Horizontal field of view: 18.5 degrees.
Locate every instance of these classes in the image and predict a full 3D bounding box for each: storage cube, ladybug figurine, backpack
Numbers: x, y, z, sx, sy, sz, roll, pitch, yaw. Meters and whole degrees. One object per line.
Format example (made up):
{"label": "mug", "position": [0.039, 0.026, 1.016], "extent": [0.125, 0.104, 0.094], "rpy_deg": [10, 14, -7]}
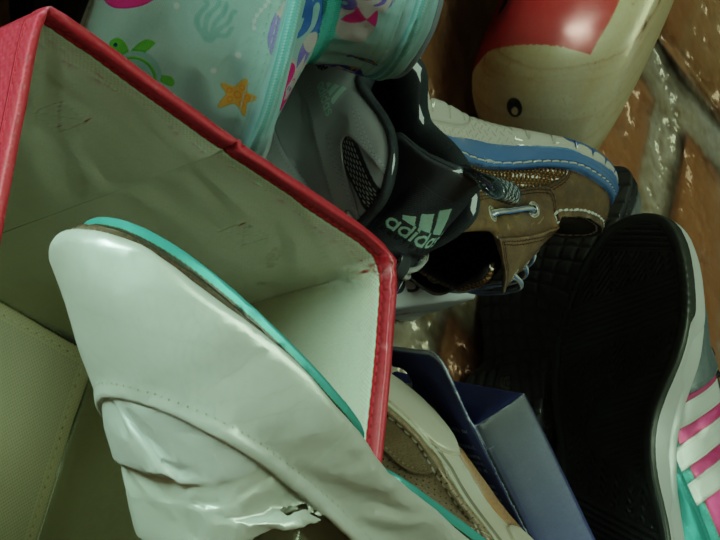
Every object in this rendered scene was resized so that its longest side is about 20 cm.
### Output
{"label": "storage cube", "position": [-0.114, 0.054, 0.688], "extent": [0.171, 0.179, 0.201], "rpy_deg": [34, 50, -42]}
{"label": "ladybug figurine", "position": [0.112, -0.136, 1.125], "extent": [0.072, 0.136, 0.200], "rpy_deg": [27, 64, -6]}
{"label": "backpack", "position": [-0.043, -0.132, 0.758], "extent": [0.150, 0.178, 0.201], "rpy_deg": [17, 98, -14]}

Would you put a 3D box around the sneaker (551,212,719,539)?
{"label": "sneaker", "position": [0.154, 0.081, 1.034], "extent": [0.121, 0.083, 0.201], "rpy_deg": [19, 71, -51]}

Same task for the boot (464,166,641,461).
{"label": "boot", "position": [0.114, 0.058, 1.105], "extent": [0.132, 0.070, 0.200], "rpy_deg": [48, 53, -35]}

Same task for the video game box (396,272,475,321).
{"label": "video game box", "position": [-0.034, -0.072, 0.963], "extent": [0.182, 0.047, 0.201], "rpy_deg": [-6, 82, -57]}

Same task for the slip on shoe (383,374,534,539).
{"label": "slip on shoe", "position": [0.015, 0.109, 0.891], "extent": [0.200, 0.076, 0.061], "rpy_deg": [47, 46, 3]}

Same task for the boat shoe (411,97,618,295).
{"label": "boat shoe", "position": [0.044, -0.026, 0.963], "extent": [0.200, 0.072, 0.073], "rpy_deg": [11, 79, -49]}

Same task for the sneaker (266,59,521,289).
{"label": "sneaker", "position": [0.000, 0.000, 0.820], "extent": [0.078, 0.140, 0.201], "rpy_deg": [13, 66, -56]}

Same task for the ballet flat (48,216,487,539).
{"label": "ballet flat", "position": [-0.021, 0.067, 0.608], "extent": [0.200, 0.069, 0.070], "rpy_deg": [46, 44, -35]}

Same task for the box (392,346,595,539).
{"label": "box", "position": [0.059, 0.111, 0.955], "extent": [0.032, 0.121, 0.200], "rpy_deg": [-33, 105, -21]}
